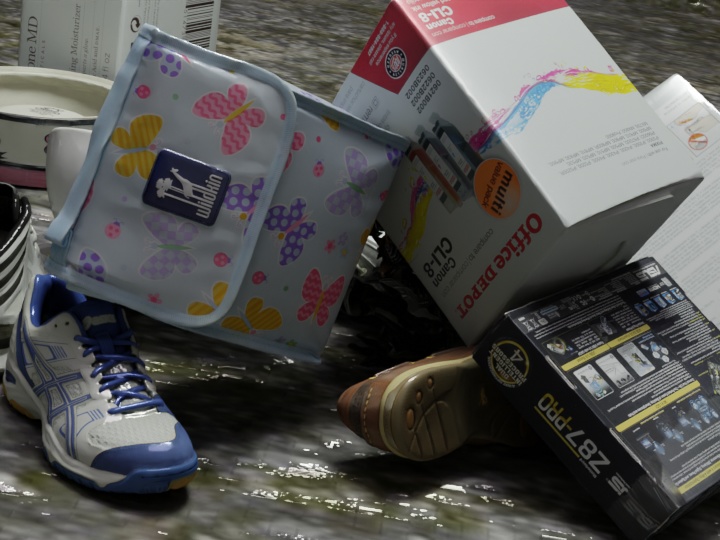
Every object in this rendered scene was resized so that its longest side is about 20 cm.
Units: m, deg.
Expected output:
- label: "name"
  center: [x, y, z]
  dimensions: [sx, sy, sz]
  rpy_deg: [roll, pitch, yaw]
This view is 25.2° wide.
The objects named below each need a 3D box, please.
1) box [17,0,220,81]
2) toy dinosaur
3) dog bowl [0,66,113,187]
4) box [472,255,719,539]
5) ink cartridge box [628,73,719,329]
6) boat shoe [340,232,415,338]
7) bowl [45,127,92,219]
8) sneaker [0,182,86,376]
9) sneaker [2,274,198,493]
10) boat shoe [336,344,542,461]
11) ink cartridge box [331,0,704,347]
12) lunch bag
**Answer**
- label: "box"
  center: [-0.254, -0.259, 1.722]
  dimensions: [0.131, 0.199, 0.200]
  rpy_deg: [16, 21, 23]
- label: "toy dinosaur"
  center: [0.062, 0.004, 1.165]
  dimensions: [0.200, 0.102, 0.136]
  rpy_deg: [19, 50, 32]
- label: "dog bowl"
  center: [-0.308, -0.137, 1.542]
  dimensions: [0.200, 0.074, 0.200]
  rpy_deg: [7, 18, -2]
- label: "box"
  center: [0.186, 0.078, 1.059]
  dimensions: [0.161, 0.049, 0.200]
  rpy_deg: [48, 34, 17]
- label: "ink cartridge box"
  center: [0.256, -0.038, 1.283]
  dimensions: [0.200, 0.160, 0.047]
  rpy_deg: [51, -4, 27]
- label: "boat shoe"
  center: [0.000, 0.000, 1.270]
  dimensions: [0.200, 0.071, 0.064]
  rpy_deg: [30, 71, 40]
- label: "bowl"
  center: [-0.139, -0.030, 1.209]
  dimensions: [0.200, 0.075, 0.200]
  rpy_deg: [11, -13, -1]
- label: "sneaker"
  center: [-0.236, -0.012, 1.141]
  dimensions: [0.076, 0.116, 0.201]
  rpy_deg: [9, 19, 2]
- label: "sneaker"
  center: [-0.165, 0.066, 0.992]
  dimensions: [0.075, 0.088, 0.200]
  rpy_deg: [-5, 24, -39]
- label: "boat shoe"
  center: [0.067, 0.081, 1.068]
  dimensions: [0.068, 0.072, 0.200]
  rpy_deg: [6, 6, 42]
- label: "ink cartridge box"
  center: [0.099, -0.079, 1.103]
  dimensions: [0.145, 0.145, 0.200]
  rpy_deg: [-21, 66, -39]
- label: "lunch bag"
  center: [-0.088, -0.045, 1.022]
  dimensions: [0.200, 0.170, 0.127]
  rpy_deg: [22, 2, -43]
